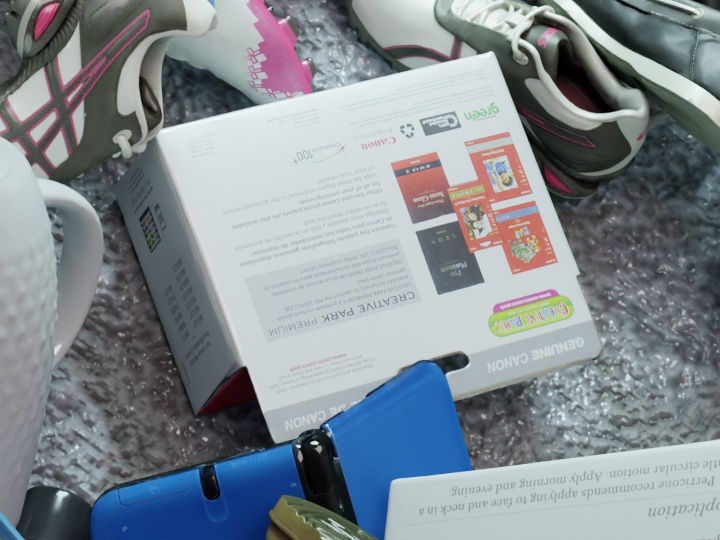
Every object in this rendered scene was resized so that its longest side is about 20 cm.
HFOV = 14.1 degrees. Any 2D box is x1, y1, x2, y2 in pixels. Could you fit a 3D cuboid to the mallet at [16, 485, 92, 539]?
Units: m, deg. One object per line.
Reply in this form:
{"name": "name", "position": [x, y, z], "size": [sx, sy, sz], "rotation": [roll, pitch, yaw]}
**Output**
{"name": "mallet", "position": [-0.227, 0.120, 1.385], "size": [0.200, 0.041, 0.066], "rotation": [14, 60, -10]}

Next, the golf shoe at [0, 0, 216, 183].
{"name": "golf shoe", "position": [-0.148, -0.067, 1.408], "size": [0.088, 0.200, 0.077], "rotation": [29, 16, 1]}

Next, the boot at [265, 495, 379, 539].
{"name": "boot", "position": [-0.030, 0.223, 1.280], "size": [0.175, 0.066, 0.200], "rotation": [41, 99, 35]}

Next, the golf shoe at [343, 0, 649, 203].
{"name": "golf shoe", "position": [0.075, -0.128, 1.575], "size": [0.200, 0.088, 0.077], "rotation": [39, 62, 1]}

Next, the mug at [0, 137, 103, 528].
{"name": "mug", "position": [-0.194, 0.019, 1.336], "size": [0.148, 0.176, 0.200], "rotation": [29, 26, 31]}

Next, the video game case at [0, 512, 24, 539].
{"name": "video game case", "position": [-0.213, 0.199, 1.284], "size": [0.200, 0.018, 0.143], "rotation": [-39, 113, -5]}

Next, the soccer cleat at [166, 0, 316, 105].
{"name": "soccer cleat", "position": [-0.099, -0.141, 1.497], "size": [0.086, 0.070, 0.200], "rotation": [-40, 127, -7]}

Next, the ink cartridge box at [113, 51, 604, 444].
{"name": "ink cartridge box", "position": [0.000, 0.000, 1.492], "size": [0.200, 0.084, 0.176], "rotation": [-14, 75, -25]}

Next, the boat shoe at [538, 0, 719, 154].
{"name": "boat shoe", "position": [0.157, -0.133, 1.574], "size": [0.068, 0.072, 0.200], "rotation": [-48, 47, -2]}

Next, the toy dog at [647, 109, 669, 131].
{"name": "toy dog", "position": [0.251, -0.119, 1.632], "size": [0.096, 0.132, 0.200], "rotation": [49, 63, -30]}

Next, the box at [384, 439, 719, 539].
{"name": "box", "position": [0.139, 0.179, 1.358], "size": [0.200, 0.199, 0.131], "rotation": [39, 50, -49]}

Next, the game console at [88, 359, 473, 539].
{"name": "game console", "position": [-0.019, 0.166, 1.403], "size": [0.170, 0.118, 0.200], "rotation": [-15, 101, 6]}
